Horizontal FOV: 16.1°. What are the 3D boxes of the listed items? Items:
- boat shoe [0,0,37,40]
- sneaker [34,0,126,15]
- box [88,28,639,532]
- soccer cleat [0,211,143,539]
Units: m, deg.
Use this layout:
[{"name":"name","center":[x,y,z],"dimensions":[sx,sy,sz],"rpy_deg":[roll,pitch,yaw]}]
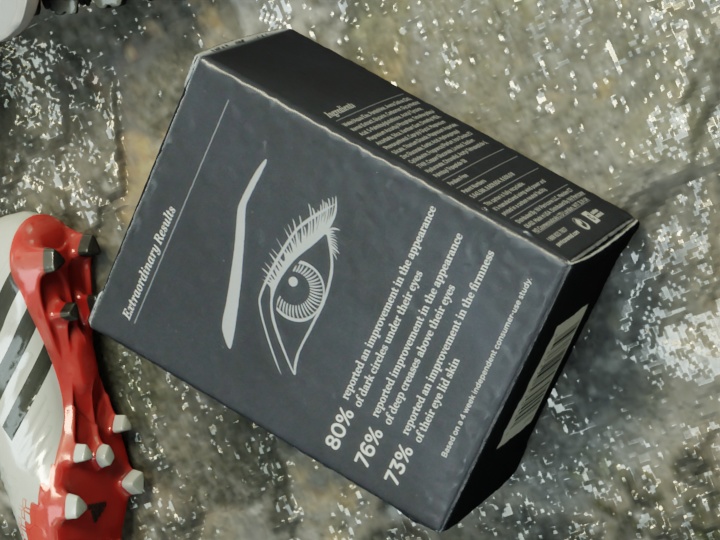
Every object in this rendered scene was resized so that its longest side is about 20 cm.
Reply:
[{"name":"boat shoe","center":[-0.205,-0.198,1.163],"dimensions":[0.071,0.070,0.200],"rpy_deg":[-31,97,25]},{"name":"sneaker","center":[-0.088,-0.179,1.179],"dimensions":[0.200,0.071,0.098],"rpy_deg":[-15,96,23]},{"name":"box","center":[0.000,0.000,1.165],"dimensions":[0.200,0.104,0.148],"rpy_deg":[31,112,14]},{"name":"soccer cleat","center":[-0.165,0.070,1.276],"dimensions":[0.085,0.069,0.200],"rpy_deg":[-3,98,32]}]
